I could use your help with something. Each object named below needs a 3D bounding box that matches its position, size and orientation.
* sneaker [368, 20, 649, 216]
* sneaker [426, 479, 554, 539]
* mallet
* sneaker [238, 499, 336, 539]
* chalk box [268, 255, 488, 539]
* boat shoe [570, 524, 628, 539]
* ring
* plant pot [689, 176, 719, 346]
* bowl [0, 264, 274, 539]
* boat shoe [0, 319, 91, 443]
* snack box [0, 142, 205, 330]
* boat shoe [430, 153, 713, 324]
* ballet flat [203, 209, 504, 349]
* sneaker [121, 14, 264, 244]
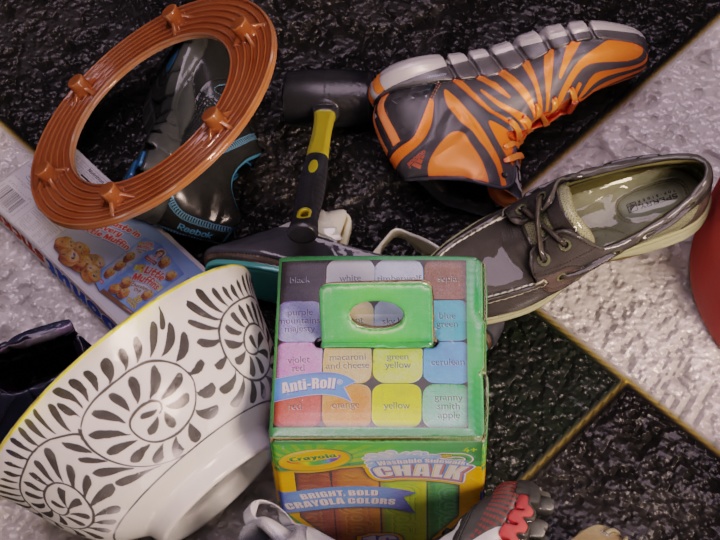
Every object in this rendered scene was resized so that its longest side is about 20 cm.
[{"bbox_3d":[0.112,-0.098,1.285,0.200,0.078,0.112,-15,69,-5],"label":"sneaker"},{"bbox_3d":[0.035,0.181,1.021,0.098,0.071,0.201,21,50,20],"label":"sneaker"},{"bbox_3d":[-0.019,-0.078,1.252,0.066,0.041,0.200,-4,34,-1],"label":"mallet"},{"bbox_3d":[-0.048,0.228,1.048,0.075,0.115,0.200,-22,40,43],"label":"sneaker"},{"bbox_3d":[0.012,0.072,1.098,0.124,0.200,0.124,0,58,4],"label":"chalk box"},{"bbox_3d":[0.139,0.184,1.096,0.200,0.076,0.074,2,55,3],"label":"boat shoe"},{"bbox_3d":[-0.142,-0.111,1.246,0.200,0.019,0.201,-24,40,22],"label":"ring"},{"bbox_3d":[0.310,-0.039,1.166,0.200,0.177,0.201,-2,58,3],"label":"plant pot"},{"bbox_3d":[-0.112,0.098,1.104,0.201,0.201,0.094,-39,77,-20],"label":"bowl"},{"bbox_3d":[-0.246,0.096,1.161,0.200,0.093,0.075,-28,60,-14],"label":"boat shoe"},{"bbox_3d":[-0.165,-0.008,1.263,0.072,0.024,0.200,-38,63,-21],"label":"snack box"},{"bbox_3d":[0.127,-0.028,1.168,0.201,0.066,0.072,-21,68,-7],"label":"boat shoe"},{"bbox_3d":[0.000,0.000,1.223,0.200,0.073,0.073,16,60,5],"label":"ballet flat"},{"bbox_3d":[-0.108,-0.101,1.305,0.082,0.073,0.200,25,53,-16],"label":"sneaker"}]
